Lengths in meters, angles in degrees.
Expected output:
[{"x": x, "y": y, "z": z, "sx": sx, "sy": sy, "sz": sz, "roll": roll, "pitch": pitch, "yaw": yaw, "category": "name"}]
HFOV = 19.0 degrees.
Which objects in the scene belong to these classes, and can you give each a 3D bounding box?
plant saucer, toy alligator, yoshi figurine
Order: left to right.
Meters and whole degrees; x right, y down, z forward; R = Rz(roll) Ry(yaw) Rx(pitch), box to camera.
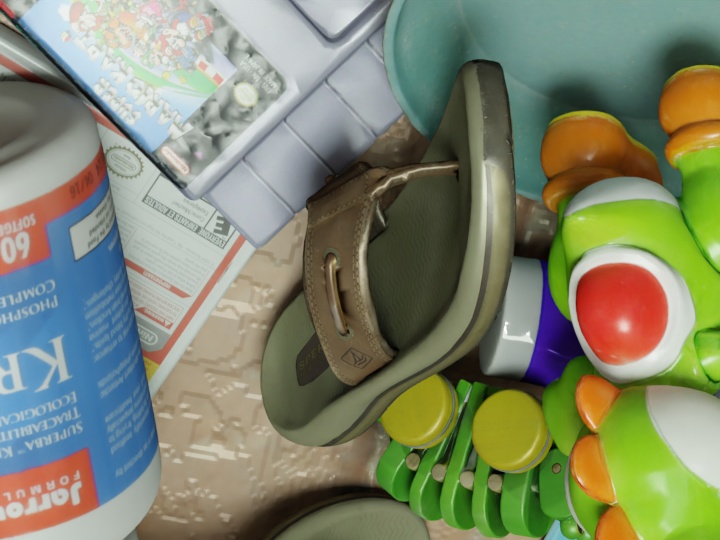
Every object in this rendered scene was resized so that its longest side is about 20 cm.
[{"x": 0.070, "y": 0.077, "z": 0.802, "sx": 0.199, "sy": 0.059, "sz": 0.055, "roll": 12, "pitch": 82, "yaw": 33, "category": "toy alligator"}, {"x": 0.107, "y": -0.085, "z": 0.740, "sx": 0.198, "sy": 0.036, "sz": 0.200, "roll": 3, "pitch": 150, "yaw": 2, "category": "plant saucer"}, {"x": 0.114, "y": 0.041, "z": 0.720, "sx": 0.111, "sy": 0.201, "sz": 0.113, "roll": 5, "pitch": 149, "yaw": -4, "category": "yoshi figurine"}]

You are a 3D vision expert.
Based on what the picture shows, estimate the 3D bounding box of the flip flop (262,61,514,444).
[{"x": 0.000, "y": 0.000, "z": 0.761, "sx": 0.057, "sy": 0.082, "sz": 0.200, "roll": 12, "pitch": 148, "yaw": -23, "category": "flip flop"}]

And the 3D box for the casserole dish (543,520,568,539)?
[{"x": 0.092, "y": 0.161, "z": 0.857, "sx": 0.039, "sy": 0.121, "sz": 0.201, "roll": 17, "pitch": 116, "yaw": -17, "category": "casserole dish"}]

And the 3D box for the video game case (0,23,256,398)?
[{"x": -0.142, "y": 0.015, "z": 0.836, "sx": 0.142, "sy": 0.017, "sz": 0.200, "roll": 31, "pitch": 109, "yaw": -16, "category": "video game case"}]

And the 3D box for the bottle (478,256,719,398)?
[{"x": 0.147, "y": 0.033, "z": 0.831, "sx": 0.198, "sy": 0.065, "sz": 0.084, "roll": 10, "pitch": 122, "yaw": -7, "category": "bottle"}]

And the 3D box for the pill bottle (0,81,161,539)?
[{"x": -0.132, "y": 0.043, "z": 0.778, "sx": 0.111, "sy": 0.112, "sz": 0.201, "roll": -9, "pitch": 115, "yaw": 1, "category": "pill bottle"}]

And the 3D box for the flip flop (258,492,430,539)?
[{"x": -0.033, "y": 0.149, "z": 0.823, "sx": 0.057, "sy": 0.199, "sz": 0.082, "roll": 7, "pitch": 109, "yaw": 38, "category": "flip flop"}]

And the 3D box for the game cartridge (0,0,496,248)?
[{"x": -0.061, "y": -0.116, "z": 0.762, "sx": 0.130, "sy": 0.038, "sz": 0.200, "roll": -44, "pitch": 110, "yaw": 2, "category": "game cartridge"}]
